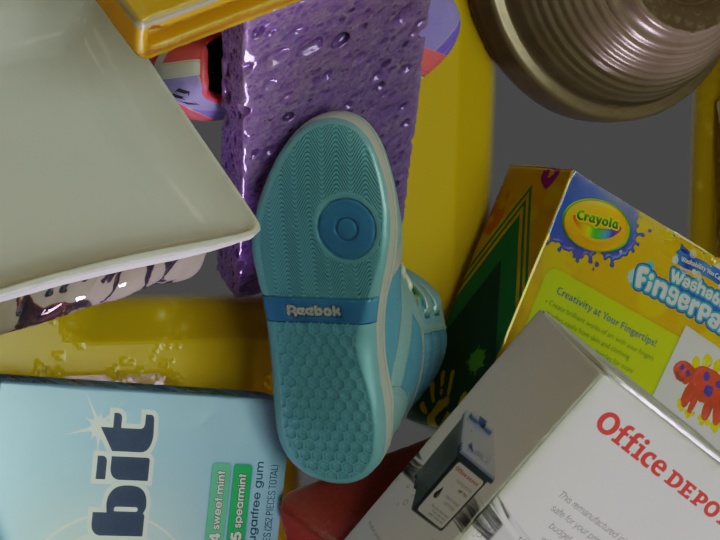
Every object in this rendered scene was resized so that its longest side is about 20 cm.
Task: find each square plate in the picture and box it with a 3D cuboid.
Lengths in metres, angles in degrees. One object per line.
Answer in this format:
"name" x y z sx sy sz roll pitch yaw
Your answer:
"square plate" -0.178 -0.056 0.959 0.199 0.199 0.029 -14 141 -28

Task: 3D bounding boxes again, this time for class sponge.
"sponge" -0.021 -0.078 1.049 0.111 0.030 0.201 -22 142 -25

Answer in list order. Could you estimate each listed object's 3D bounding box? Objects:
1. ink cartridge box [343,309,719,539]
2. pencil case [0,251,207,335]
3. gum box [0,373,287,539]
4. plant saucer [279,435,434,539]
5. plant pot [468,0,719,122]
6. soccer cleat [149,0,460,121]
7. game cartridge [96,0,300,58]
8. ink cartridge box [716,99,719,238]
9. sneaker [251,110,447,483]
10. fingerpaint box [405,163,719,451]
"ink cartridge box" 0.093 0.146 1.051 0.146 0.086 0.200 37 95 -30
"pencil case" -0.173 -0.015 1.001 0.199 0.078 0.090 -16 129 -27
"gum box" -0.140 0.145 1.054 0.199 0.044 0.171 5 91 -31
"plant saucer" 0.070 0.182 1.129 0.198 0.037 0.201 -20 117 -12
"plant pot" 0.166 -0.189 1.173 0.199 0.093 0.203 -2 94 -29
"soccer cleat" -0.022 -0.119 1.081 0.199 0.076 0.067 -12 100 -28
"game cartridge" -0.085 -0.204 0.991 0.175 0.200 0.033 -24 148 -25
"ink cartridge box" 0.319 -0.068 1.221 0.128 0.200 0.126 0 77 -29
"sneaker" 0.000 0.000 1.078 0.131 0.079 0.202 -42 138 -62
"fingerpaint box" 0.148 0.054 1.193 0.199 0.073 0.168 27 82 -29
